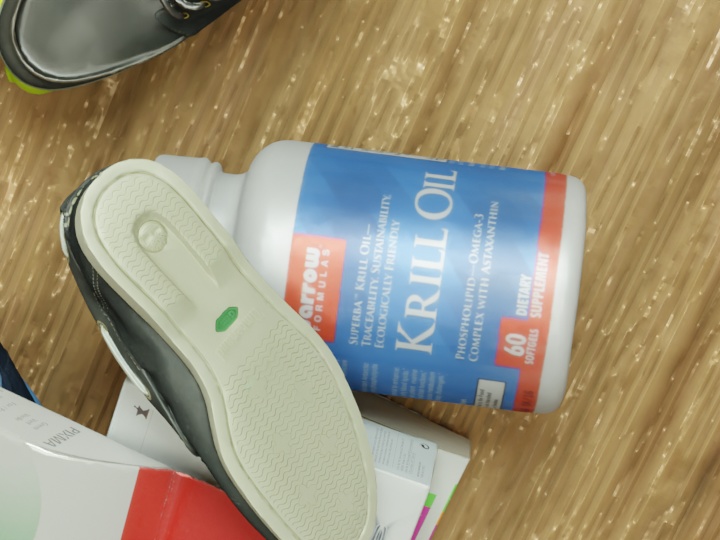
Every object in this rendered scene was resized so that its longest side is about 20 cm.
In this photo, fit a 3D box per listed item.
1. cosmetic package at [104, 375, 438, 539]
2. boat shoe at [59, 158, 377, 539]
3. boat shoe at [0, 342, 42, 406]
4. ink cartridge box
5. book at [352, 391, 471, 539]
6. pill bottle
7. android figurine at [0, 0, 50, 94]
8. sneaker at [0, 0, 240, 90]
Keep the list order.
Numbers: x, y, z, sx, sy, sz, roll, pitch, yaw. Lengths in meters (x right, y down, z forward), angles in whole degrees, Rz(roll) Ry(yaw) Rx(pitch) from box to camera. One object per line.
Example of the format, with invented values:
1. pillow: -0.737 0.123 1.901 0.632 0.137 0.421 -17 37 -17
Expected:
1. cosmetic package: -0.066 0.152 1.039 0.150 0.052 0.201 19 112 0
2. boat shoe: -0.061 0.043 0.940 0.072 0.068 0.201 -39 101 -29
3. boat shoe: -0.210 0.059 1.056 0.084 0.069 0.201 -25 102 11
4. ink cartridge box: -0.139 0.153 0.995 0.199 0.050 0.162 24 112 18
5. book: -0.045 0.147 1.082 0.133 0.048 0.201 25 108 -3
6. pill bottle: 0.000 0.000 1.000 0.199 0.112 0.113 6 106 3
7. android figurine: -0.166 -0.170 0.995 0.199 0.041 0.183 -23 104 7
8. sneaker: -0.077 -0.139 0.929 0.199 0.106 0.075 -32 103 7
